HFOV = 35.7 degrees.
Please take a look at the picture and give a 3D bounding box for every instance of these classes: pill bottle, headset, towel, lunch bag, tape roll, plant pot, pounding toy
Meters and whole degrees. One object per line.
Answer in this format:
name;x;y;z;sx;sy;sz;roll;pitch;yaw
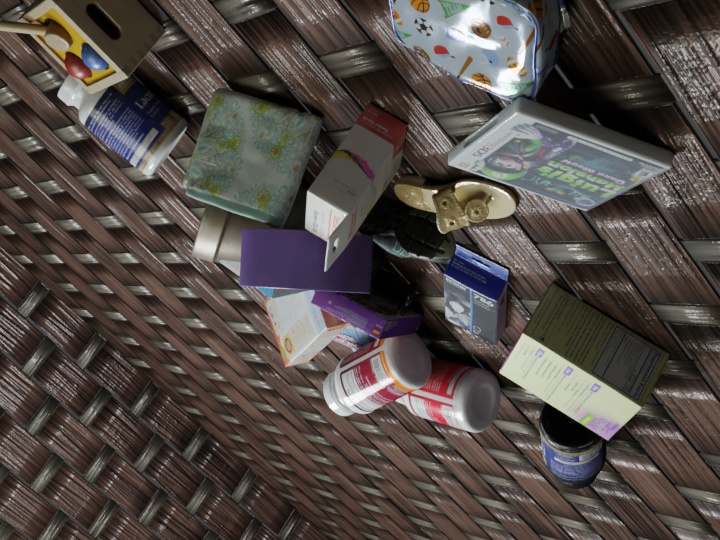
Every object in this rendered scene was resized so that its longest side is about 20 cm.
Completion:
pill bottle;0.026;0.191;2.031;0.113;0.114;0.199;42;133;-19
headset;0.000;0.000;1.848;0.197;0.095;0.124;25;157;5
towel;-0.164;-0.168;1.650;0.198;0.174;0.048;21;-178;30
lunch bag;0.122;-0.271;1.167;0.198;0.076;0.161;27;154;22
tape roll;-0.080;-0.013;1.660;0.196;0.087;0.200;2;180;0
plant pot;-0.163;-0.092;1.812;0.171;0.203;0.200;18;159;-7
pounding toy;-0.437;-0.365;1.677;0.200;0.143;0.183;45;155;-24
pill bottle;-0.395;-0.262;1.859;0.199;0.117;0.116;38;158;-9
pill bottle;0.362;0.293;1.896;0.111;0.113;0.201;23;155;25
pill bottle;0.151;0.221;2.052;0.198;0.113;0.113;10;148;46

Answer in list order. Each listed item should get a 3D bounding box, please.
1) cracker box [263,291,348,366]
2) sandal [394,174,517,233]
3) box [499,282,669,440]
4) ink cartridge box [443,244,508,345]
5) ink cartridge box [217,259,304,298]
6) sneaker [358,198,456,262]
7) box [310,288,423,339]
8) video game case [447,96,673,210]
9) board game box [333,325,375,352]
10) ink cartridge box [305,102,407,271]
cracker box;-0.100;0.076;2.049;0.200;0.057;0.136;-44;61;55
sandal;0.120;-0.081;1.550;0.210;0.070;0.078;12;149;44
box;0.327;0.138;1.659;0.198;0.097;0.177;32;157;9
ink cartridge box;0.180;0.041;1.751;0.098;0.039;0.201;27;156;20
ink cartridge box;-0.166;-0.030;1.954;0.199;0.114;0.069;31;120;40
sneaker;0.075;-0.055;1.685;0.199;0.076;0.079;27;168;42
box;0.015;0.067;1.904;0.135;0.040;0.199;28;-171;19
video game case;0.224;-0.127;1.279;0.197;0.024;0.182;16;163;-17
board game box;-0.009;0.114;2.134;0.198;0.062;0.201;16;150;38
ink cartridge box;-0.017;-0.110;1.513;0.067;0.201;0.117;29;157;9
